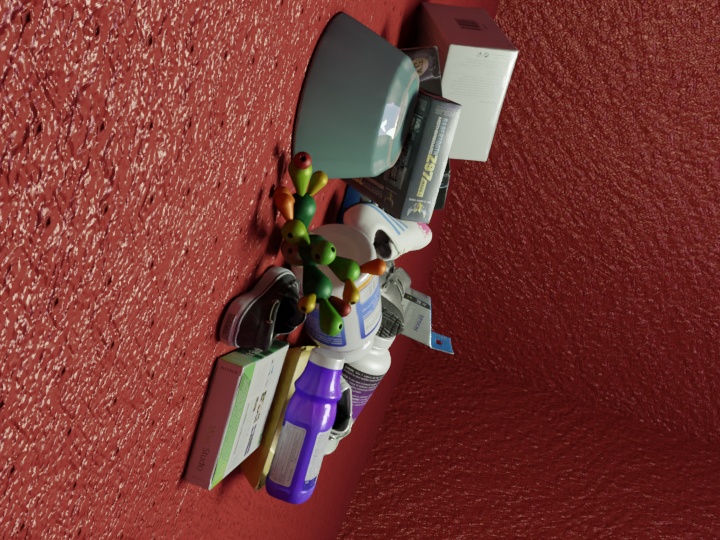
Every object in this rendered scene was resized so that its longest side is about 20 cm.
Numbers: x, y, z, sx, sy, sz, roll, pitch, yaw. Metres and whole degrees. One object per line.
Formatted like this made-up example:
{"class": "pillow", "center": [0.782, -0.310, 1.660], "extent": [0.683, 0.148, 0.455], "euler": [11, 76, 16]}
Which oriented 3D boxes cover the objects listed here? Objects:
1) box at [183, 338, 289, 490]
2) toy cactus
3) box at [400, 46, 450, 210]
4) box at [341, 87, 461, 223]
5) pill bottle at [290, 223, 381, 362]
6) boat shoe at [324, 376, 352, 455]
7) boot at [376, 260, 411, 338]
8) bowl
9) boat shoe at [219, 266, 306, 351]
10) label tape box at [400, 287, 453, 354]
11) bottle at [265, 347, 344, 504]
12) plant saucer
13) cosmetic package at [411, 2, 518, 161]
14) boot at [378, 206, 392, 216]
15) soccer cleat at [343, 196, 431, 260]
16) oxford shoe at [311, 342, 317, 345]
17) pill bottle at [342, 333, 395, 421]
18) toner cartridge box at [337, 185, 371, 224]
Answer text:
{"class": "box", "center": [-0.142, 0.161, 1.036], "extent": [0.200, 0.036, 0.145], "euler": [-18, 125, -82]}
{"class": "toy cactus", "center": [-0.051, -0.031, 0.986], "extent": [0.200, 0.102, 0.165], "euler": [69, -16, -8]}
{"class": "box", "center": [0.079, -0.205, 1.308], "extent": [0.164, 0.086, 0.201], "euler": [81, 5, -76]}
{"class": "box", "center": [0.045, -0.168, 1.156], "extent": [0.200, 0.051, 0.158], "euler": [40, -61, 56]}
{"class": "pill bottle", "center": [-0.028, 0.039, 1.188], "extent": [0.200, 0.112, 0.112], "euler": [84, 24, -53]}
{"class": "boat shoe", "center": [-0.047, 0.219, 1.273], "extent": [0.073, 0.067, 0.200], "euler": [-32, 143, -26]}
{"class": "boot", "center": [0.000, 0.000, 1.321], "extent": [0.200, 0.070, 0.132], "euler": [50, 30, -30]}
{"class": "bowl", "center": [0.003, -0.190, 1.029], "extent": [0.201, 0.105, 0.201], "euler": [18, 90, -81]}
{"class": "boat shoe", "center": [-0.095, 0.045, 0.993], "extent": [0.200, 0.066, 0.070], "euler": [-38, 145, -75]}
{"class": "label tape box", "center": [0.079, 0.068, 1.522], "extent": [0.143, 0.200, 0.066], "euler": [-60, 173, -81]}
{"class": "bottle", "center": [-0.070, 0.203, 1.156], "extent": [0.084, 0.065, 0.201], "euler": [-29, 136, -79]}
{"class": "plant saucer", "center": [-0.115, 0.195, 1.237], "extent": [0.200, 0.048, 0.201], "euler": [32, 76, -81]}
{"class": "cosmetic package", "center": [0.158, -0.323, 1.490], "extent": [0.200, 0.123, 0.200], "euler": [-106, -158, -53]}
{"class": "boot", "center": [0.039, -0.107, 1.549], "extent": [0.200, 0.072, 0.182], "euler": [79, 13, -84]}
{"class": "soccer cleat", "center": [0.046, -0.045, 1.328], "extent": [0.200, 0.070, 0.087], "euler": [16, 50, -50]}
{"class": "oxford shoe", "center": [0.000, 0.109, 1.498], "extent": [0.200, 0.071, 0.073], "euler": [-21, 150, -50]}
{"class": "pill bottle", "center": [-0.027, 0.163, 1.381], "extent": [0.200, 0.112, 0.112], "euler": [-58, 177, 20]}
{"class": "toner cartridge box", "center": [-0.006, -0.083, 1.403], "extent": [0.095, 0.043, 0.201], "euler": [-37, 143, -78]}
